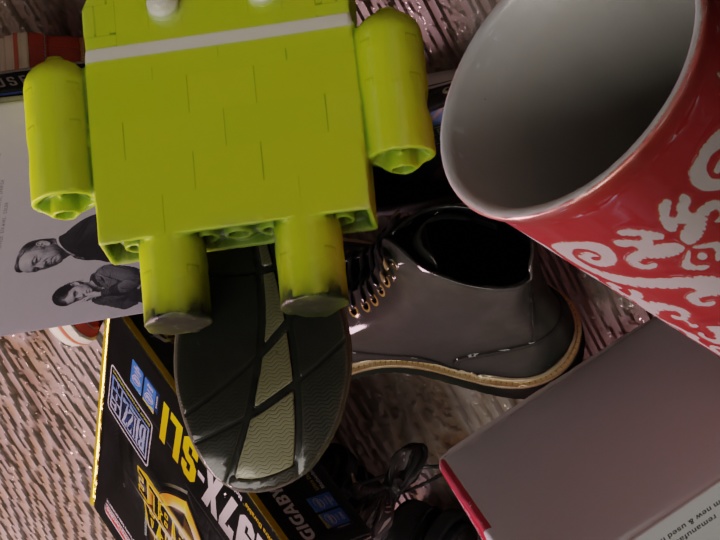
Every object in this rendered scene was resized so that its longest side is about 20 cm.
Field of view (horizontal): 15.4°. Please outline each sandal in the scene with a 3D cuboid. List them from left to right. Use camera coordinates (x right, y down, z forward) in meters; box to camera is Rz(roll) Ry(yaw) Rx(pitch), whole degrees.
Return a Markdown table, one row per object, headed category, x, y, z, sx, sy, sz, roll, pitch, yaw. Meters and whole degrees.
| category | x | y | z | sx | sy | sz | roll | pitch | yaw |
| --- | --- | --- | --- | --- | --- | --- | --- | --- | --- |
| sandal | -0.047 | 0.004 | 1.208 | 0.080 | 0.201 | 0.057 | -11 | 157 | 4 |

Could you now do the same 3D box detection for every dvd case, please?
| category | x | y | z | sx | sy | sz | roll | pitch | yaw |
| --- | --- | --- | --- | --- | --- | --- | --- | --- | --- |
| dvd case | -0.151 | -0.032 | 1.262 | 0.025 | 0.200 | 0.151 | 56 | 143 | 40 |

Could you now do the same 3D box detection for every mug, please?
| category | x | y | z | sx | sy | sz | roll | pitch | yaw |
| --- | --- | --- | --- | --- | --- | --- | --- | --- | --- |
| mug | 0.163 | -0.047 | 1.098 | 0.177 | 0.134 | 0.200 | -41 | 128 | 19 |

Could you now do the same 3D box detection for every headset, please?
| category | x | y | z | sx | sy | sz | roll | pitch | yaw |
| --- | --- | --- | --- | --- | --- | --- | --- | --- | --- |
| headset | 0.000 | 0.149 | 1.393 | 0.123 | 0.094 | 0.200 | 28 | 145 | 3 |

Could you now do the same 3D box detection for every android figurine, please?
| category | x | y | z | sx | sy | sz | roll | pitch | yaw |
| --- | --- | --- | --- | --- | --- | --- | --- | --- | --- |
| android figurine | -0.059 | -0.074 | 1.183 | 0.182 | 0.200 | 0.041 | -6 | 163 | 6 |

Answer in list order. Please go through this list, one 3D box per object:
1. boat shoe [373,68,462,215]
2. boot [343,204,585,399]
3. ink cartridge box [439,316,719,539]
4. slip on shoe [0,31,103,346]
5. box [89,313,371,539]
| category | x | y | z | sx | sy | sz | roll | pitch | yaw |
| --- | --- | --- | --- | --- | --- | --- | --- | --- | --- |
| boat shoe | 0.067 | -0.065 | 1.197 | 0.200 | 0.066 | 0.070 | -10 | 122 | 33 |
| boot | 0.000 | 0.000 | 1.245 | 0.199 | 0.078 | 0.138 | 2 | 160 | 11 |
| ink cartridge box | 0.158 | 0.152 | 1.240 | 0.144 | 0.145 | 0.200 | -33 | 117 | -3 |
| slip on shoe | -0.141 | -0.037 | 1.331 | 0.061 | 0.074 | 0.200 | -6 | 135 | -5 |
| box | -0.071 | 0.128 | 1.370 | 0.200 | 0.049 | 0.160 | 51 | 145 | 36 |
